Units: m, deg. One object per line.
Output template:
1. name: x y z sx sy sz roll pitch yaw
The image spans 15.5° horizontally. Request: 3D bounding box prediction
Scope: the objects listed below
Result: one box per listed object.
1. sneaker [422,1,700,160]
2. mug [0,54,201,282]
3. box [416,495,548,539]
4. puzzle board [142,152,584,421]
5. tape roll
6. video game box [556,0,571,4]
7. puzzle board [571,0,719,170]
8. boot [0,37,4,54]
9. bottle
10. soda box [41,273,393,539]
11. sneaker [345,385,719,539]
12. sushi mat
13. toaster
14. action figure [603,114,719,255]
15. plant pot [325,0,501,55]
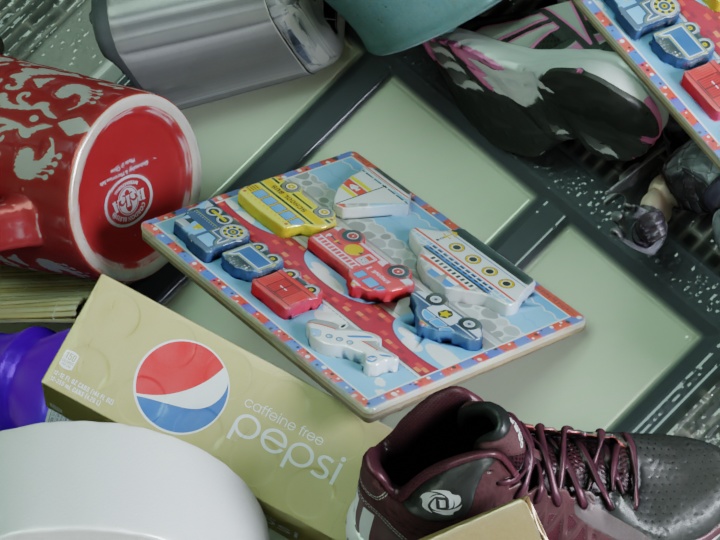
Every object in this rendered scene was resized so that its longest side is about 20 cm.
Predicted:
1. sneaker: 0.117 -0.113 1.441 0.086 0.081 0.199 -42 34 -20
2. mug: -0.209 -0.044 1.527 0.199 0.134 0.178 12 62 37
3. box: 0.022 0.218 1.265 0.199 0.021 0.164 -23 96 13
4. puzzle board: 0.000 0.000 1.417 0.150 0.017 0.200 -21 43 -33
5. tape roll: -0.142 0.168 1.325 0.201 0.203 0.071 -22 43 14
6. video game box: 0.209 -0.227 1.493 0.199 0.047 0.183 -11 60 22
7. puzzle board: 0.221 -0.108 1.346 0.150 0.017 0.200 -24 57 -21
8. boot: -0.319 -0.064 1.645 0.181 0.073 0.201 -12 46 38
9. bottle: -0.148 0.074 1.478 0.199 0.065 0.084 12 71 33
10. soda box: -0.063 0.083 1.370 0.199 0.064 0.068 28 74 4
11. sneaker: 0.091 0.099 1.276 0.198 0.116 0.076 -9 55 -5
12. sushi mat: -0.226 0.007 1.566 0.199 0.012 0.096 -2 24 26
13. toaster: -0.083 -0.181 1.573 0.128 0.114 0.201 -10 57 19
14. action figure: 0.201 -0.031 1.362 0.130 0.069 0.200 -38 48 8
15. plant pot: 0.019 -0.231 1.453 0.199 0.189 0.200 -30 14 8
